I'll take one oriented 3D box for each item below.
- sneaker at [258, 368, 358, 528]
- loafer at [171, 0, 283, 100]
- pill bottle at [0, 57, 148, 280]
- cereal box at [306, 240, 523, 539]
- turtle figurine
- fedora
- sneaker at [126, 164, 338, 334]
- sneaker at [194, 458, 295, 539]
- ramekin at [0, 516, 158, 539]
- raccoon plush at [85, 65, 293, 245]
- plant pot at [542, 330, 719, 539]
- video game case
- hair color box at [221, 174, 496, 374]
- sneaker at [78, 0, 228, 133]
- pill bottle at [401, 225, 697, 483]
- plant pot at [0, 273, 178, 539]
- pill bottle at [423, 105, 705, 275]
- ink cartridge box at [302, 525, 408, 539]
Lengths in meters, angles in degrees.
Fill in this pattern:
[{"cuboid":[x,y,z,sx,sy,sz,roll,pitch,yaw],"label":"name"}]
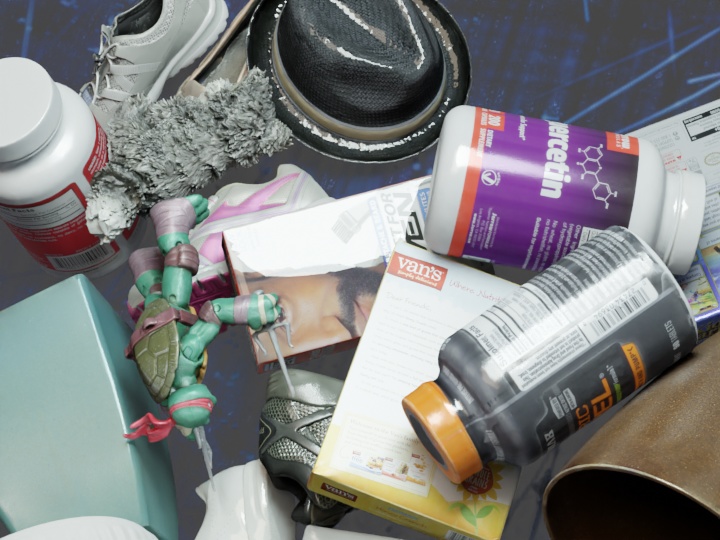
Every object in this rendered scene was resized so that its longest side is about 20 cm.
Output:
[{"cuboid":[0.017,0.150,1.418,0.198,0.076,0.115,12,69,0],"label":"sneaker"},{"cuboid":[-0.126,-0.160,1.650,0.072,0.063,0.201,26,71,26],"label":"loafer"},{"cuboid":[-0.257,-0.084,1.564,0.111,0.200,0.113,-7,59,12],"label":"pill bottle"},{"cuboid":[0.060,0.091,1.381,0.143,0.040,0.201,21,63,1],"label":"cereal box"},{"cuboid":[-0.125,0.052,1.413,0.150,0.100,0.201,-41,52,35],"label":"turtle figurine"},{"cuboid":[-0.001,-0.190,1.583,0.199,0.092,0.202,0,71,-1],"label":"fedora"},{"cuboid":[-0.106,-0.018,1.561,0.199,0.082,0.088,-27,56,-10],"label":"sneaker"},{"cuboid":[-0.096,0.242,1.422,0.088,0.075,0.201,-15,51,21],"label":"sneaker"},{"cuboid":[-0.215,0.255,1.358,0.201,0.203,0.095,-23,61,2],"label":"ramekin"},{"cuboid":[-0.132,-0.083,1.532,0.133,0.097,0.201,-14,37,16],"label":"raccoon plush"},{"cuboid":[0.257,0.133,1.327,0.186,0.188,0.200,22,54,25],"label":"plant pot"},{"cuboid":[0.248,-0.030,1.481,0.199,0.046,0.182,-20,57,4],"label":"video game case"},{"cuboid":[0.000,0.000,1.481,0.198,0.064,0.112,-16,82,-6],"label":"hair color box"},{"cuboid":[-0.210,-0.183,1.656,0.200,0.082,0.075,-49,42,5],"label":"sneaker"},{"cuboid":[0.127,0.064,1.314,0.199,0.106,0.106,-34,58,-8],"label":"pill bottle"},{"cuboid":[-0.224,0.139,1.472,0.141,0.141,0.201,-26,66,1],"label":"plant pot"},{"cuboid":[0.152,-0.053,1.413,0.198,0.113,0.113,10,63,-1],"label":"pill bottle"},{"cuboid":[0.043,0.273,1.347,0.198,0.084,0.145,5,64,19],"label":"ink cartridge box"}]
